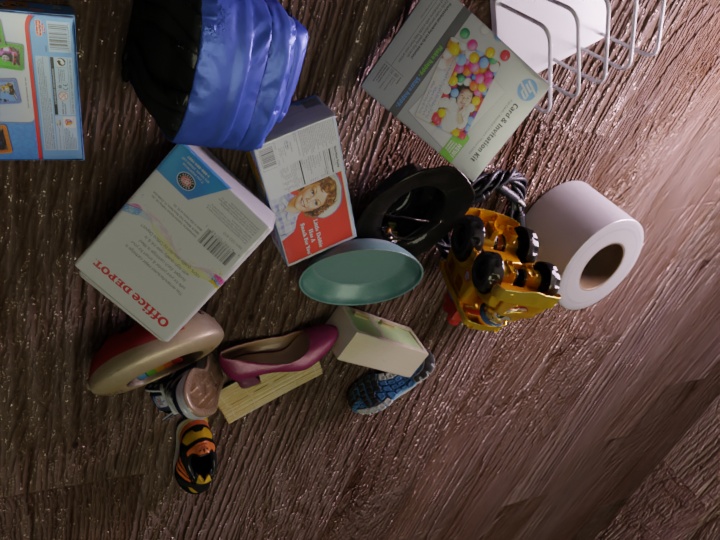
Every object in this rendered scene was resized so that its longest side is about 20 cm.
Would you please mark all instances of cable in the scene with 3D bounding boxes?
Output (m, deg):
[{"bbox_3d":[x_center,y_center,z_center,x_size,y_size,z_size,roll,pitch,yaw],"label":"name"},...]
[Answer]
[{"bbox_3d":[0.209,-0.093,1.011,0.196,0.051,0.166,-15,134,-19],"label":"cable"}]

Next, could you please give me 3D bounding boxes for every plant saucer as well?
[{"bbox_3d":[0.000,0.000,0.920,0.195,0.037,0.201,-5,155,-2],"label":"plant saucer"}]

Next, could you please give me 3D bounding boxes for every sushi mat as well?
[{"bbox_3d":[-0.164,0.201,1.050,0.197,0.012,0.097,-27,134,-12],"label":"sushi mat"}]

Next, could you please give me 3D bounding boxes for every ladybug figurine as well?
[{"bbox_3d":[-0.293,0.110,0.828,0.196,0.073,0.136,-24,169,-16],"label":"ladybug figurine"}]

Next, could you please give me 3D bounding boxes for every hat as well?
[{"bbox_3d":[0.073,-0.105,0.893,0.196,0.082,0.202,-13,147,-8],"label":"hat"}]

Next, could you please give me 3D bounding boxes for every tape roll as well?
[{"bbox_3d":[0.412,-0.047,1.118,0.199,0.140,0.206,-18,134,-19],"label":"tape roll"}]

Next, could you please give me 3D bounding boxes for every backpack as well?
[{"bbox_3d":[-0.135,-0.218,0.576,0.164,0.201,0.165,-1,127,-31],"label":"backpack"}]

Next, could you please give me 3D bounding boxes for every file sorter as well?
[{"bbox_3d":[0.299,-0.332,0.814,0.197,0.125,0.140,-28,136,-8],"label":"file sorter"}]

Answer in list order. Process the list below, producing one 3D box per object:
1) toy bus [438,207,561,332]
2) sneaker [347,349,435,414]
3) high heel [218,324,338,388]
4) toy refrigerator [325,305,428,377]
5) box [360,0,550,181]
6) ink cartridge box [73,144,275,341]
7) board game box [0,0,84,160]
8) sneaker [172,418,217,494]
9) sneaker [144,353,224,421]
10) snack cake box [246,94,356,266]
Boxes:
[{"bbox_3d":[0.202,0.028,0.946,0.133,0.202,0.194,10,126,-22],"label":"toy bus"},{"bbox_3d":[0.067,0.230,1.186,0.197,0.076,0.087,-29,162,5],"label":"sneaker"},{"bbox_3d":[-0.132,0.128,0.967,0.197,0.068,0.097,-29,142,-6],"label":"high heel"},{"bbox_3d":[0.031,0.129,1.068,0.198,0.076,0.070,22,113,-42],"label":"toy refrigerator"},{"bbox_3d":[0.121,-0.241,0.766,0.198,0.041,0.157,37,106,-12],"label":"box"},{"bbox_3d":[-0.222,-0.037,0.720,0.144,0.085,0.200,43,98,-15],"label":"ink cartridge box"},{"bbox_3d":[-0.380,-0.182,0.569,0.196,0.037,0.154,-7,129,-29],"label":"board game box"},{"bbox_3d":[-0.290,0.353,1.040,0.068,0.090,0.204,-9,130,-25],"label":"sneaker"},{"bbox_3d":[-0.268,0.187,0.862,0.107,0.200,0.071,-25,97,-2],"label":"sneaker"},{"bbox_3d":[-0.080,-0.117,0.795,0.113,0.067,0.203,-25,136,-15],"label":"snack cake box"}]
